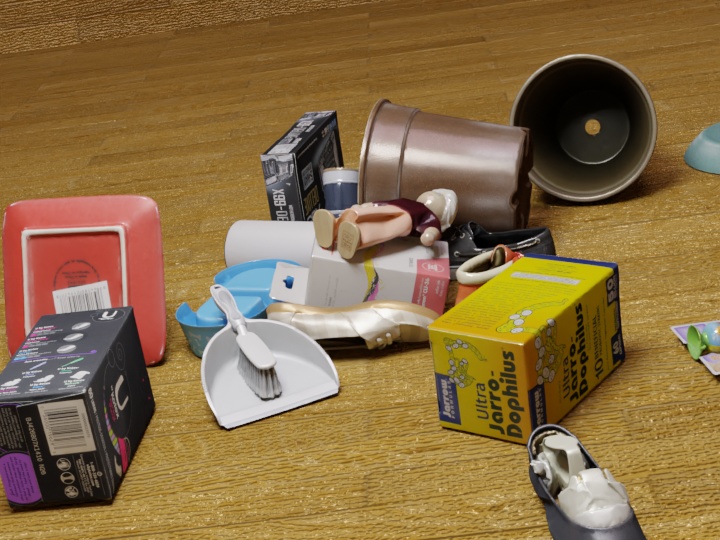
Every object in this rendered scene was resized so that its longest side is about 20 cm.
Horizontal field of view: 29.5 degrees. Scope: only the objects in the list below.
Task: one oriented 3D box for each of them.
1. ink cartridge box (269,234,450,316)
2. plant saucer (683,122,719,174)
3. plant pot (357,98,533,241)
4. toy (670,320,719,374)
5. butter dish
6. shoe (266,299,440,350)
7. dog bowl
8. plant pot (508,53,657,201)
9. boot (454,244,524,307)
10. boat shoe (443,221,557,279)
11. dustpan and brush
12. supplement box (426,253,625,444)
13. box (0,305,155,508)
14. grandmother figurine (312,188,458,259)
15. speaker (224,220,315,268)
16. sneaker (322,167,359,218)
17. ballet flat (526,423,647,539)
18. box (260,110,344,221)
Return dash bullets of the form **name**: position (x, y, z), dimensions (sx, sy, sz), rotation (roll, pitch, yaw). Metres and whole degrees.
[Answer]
- **ink cartridge box**: position (0.000, 0.000, 1.591), dimensions (0.200, 0.068, 0.117), rotation (8, 22, -2)
- **plant saucer**: position (0.565, -0.185, 1.961), dimensions (0.200, 0.036, 0.200), rotation (-8, 22, 3)
- **plant pot**: position (0.116, -0.116, 1.766), dimensions (0.198, 0.201, 0.200), rotation (5, 24, 13)
- **toy**: position (0.430, 0.051, 1.394), dimensions (0.200, 0.047, 0.115), rotation (-12, 23, -7)
- **butter dish**: position (-0.310, 0.015, 1.633), dimensions (0.200, 0.200, 0.148), rotation (-3, -1, 12)
- **shoe**: position (-0.008, 0.069, 1.521), dimensions (0.200, 0.070, 0.053), rotation (1, 65, 12)
- **dog bowl**: position (-0.138, 0.045, 1.624), dimensions (0.111, 0.050, 0.200), rotation (1, 24, 23)
- **plant pot**: position (0.318, -0.201, 1.923), dimensions (0.200, 0.200, 0.174), rotation (-3, 6, 14)
- **boot**: position (0.185, 0.016, 1.501), dimensions (0.200, 0.107, 0.075), rotation (-20, 22, -31)
- **boat shoe**: position (0.143, -0.029, 1.680), dimensions (0.200, 0.066, 0.070), rotation (2, 23, 25)
- **dustpan and brush**: position (-0.122, 0.079, 1.477), dimensions (0.139, 0.057, 0.200), rotation (-17, 31, -19)
- **supplement box**: position (0.169, 0.072, 1.356), dimensions (0.109, 0.109, 0.200), rotation (8, 27, 36)
- **box**: position (-0.283, 0.131, 1.358), dimensions (0.106, 0.122, 0.200), rotation (-6, 22, 7)
- **grandmother figurine**: position (0.044, -0.060, 1.593), dimensions (0.121, 0.061, 0.200), rotation (36, 34, 30)
- **speaker**: position (-0.067, -0.022, 1.727), dimensions (0.200, 0.081, 0.081), rotation (2, 23, 26)
- **sneaker**: position (-0.004, -0.069, 1.859), dimensions (0.070, 0.109, 0.200), rotation (-4, -9, 17)
- **ballet flat**: position (0.181, 0.184, 1.123), dimensions (0.073, 0.073, 0.200), rotation (-11, 22, -7)
- **box**: position (-0.071, -0.113, 1.855), dimensions (0.050, 0.158, 0.200), rotation (-2, 21, 17)
